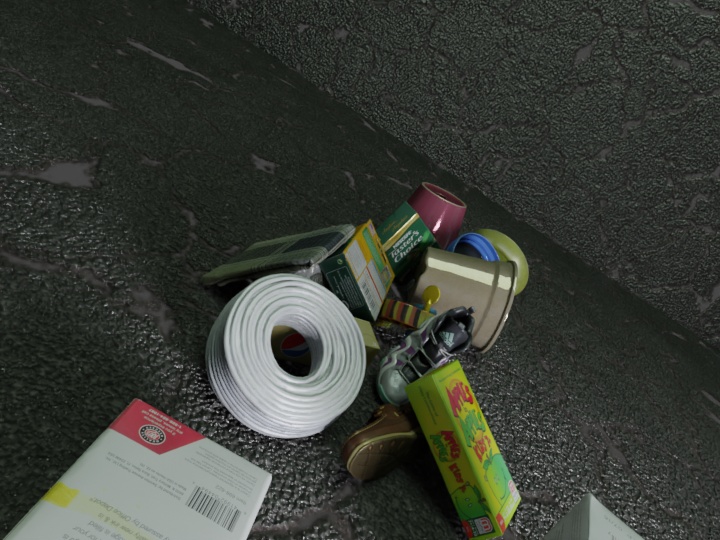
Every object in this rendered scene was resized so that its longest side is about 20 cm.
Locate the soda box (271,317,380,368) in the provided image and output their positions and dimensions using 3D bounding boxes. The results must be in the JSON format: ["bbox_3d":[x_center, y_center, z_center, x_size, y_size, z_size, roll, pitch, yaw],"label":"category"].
[{"bbox_3d":[-0.073,0.095,0.774,0.198,0.064,0.068,19,26,-27],"label":"soda box"}]

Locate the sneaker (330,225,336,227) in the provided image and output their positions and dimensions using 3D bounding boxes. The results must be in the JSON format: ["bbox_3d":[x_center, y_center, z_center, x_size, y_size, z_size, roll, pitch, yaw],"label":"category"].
[{"bbox_3d":[0.004,-0.015,1.086,0.095,0.079,0.200,19,26,-54],"label":"sneaker"}]

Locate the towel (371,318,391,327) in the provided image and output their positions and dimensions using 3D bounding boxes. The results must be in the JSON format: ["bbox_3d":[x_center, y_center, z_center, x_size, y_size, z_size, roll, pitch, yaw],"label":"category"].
[{"bbox_3d":[-0.033,0.073,0.930,0.198,0.018,0.086,4,31,-46],"label":"towel"}]

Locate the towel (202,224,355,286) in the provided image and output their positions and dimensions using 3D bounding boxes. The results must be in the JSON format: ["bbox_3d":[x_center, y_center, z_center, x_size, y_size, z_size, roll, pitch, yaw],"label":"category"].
[{"bbox_3d":[-0.124,-0.021,0.835,0.197,0.035,0.193,-9,17,21],"label":"towel"}]

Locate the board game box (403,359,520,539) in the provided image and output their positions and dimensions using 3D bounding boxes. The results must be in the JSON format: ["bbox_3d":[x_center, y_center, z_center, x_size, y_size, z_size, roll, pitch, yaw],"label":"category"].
[{"bbox_3d":[0.136,0.229,0.687,0.101,0.047,0.202,-5,69,-60],"label":"board game box"}]

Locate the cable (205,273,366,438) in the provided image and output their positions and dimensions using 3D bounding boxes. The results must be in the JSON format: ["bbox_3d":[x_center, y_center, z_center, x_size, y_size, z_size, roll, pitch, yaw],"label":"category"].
[{"bbox_3d":[-0.087,0.103,0.651,0.201,0.069,0.200,52,46,-1],"label":"cable"}]

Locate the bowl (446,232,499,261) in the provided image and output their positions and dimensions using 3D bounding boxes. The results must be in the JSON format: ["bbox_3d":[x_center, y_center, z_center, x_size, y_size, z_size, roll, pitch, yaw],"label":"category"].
[{"bbox_3d":[0.269,0.013,1.253,0.198,0.039,0.204,11,73,-38],"label":"bowl"}]

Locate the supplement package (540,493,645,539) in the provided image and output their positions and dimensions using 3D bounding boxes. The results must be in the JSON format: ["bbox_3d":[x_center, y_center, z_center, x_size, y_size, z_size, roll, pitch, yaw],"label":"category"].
[{"bbox_3d":[0.190,0.332,0.471,0.116,0.201,0.117,37,24,12],"label":"supplement package"}]

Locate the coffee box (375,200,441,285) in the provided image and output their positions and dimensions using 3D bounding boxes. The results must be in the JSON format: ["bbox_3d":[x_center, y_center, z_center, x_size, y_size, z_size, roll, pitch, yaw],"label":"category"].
[{"bbox_3d":[0.095,-0.051,1.111,0.044,0.123,0.200,50,3,32],"label":"coffee box"}]

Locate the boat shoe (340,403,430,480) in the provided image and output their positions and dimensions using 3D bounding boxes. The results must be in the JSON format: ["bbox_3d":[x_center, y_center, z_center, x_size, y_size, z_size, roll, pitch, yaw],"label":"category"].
[{"bbox_3d":[0.034,0.214,0.678,0.067,0.073,0.199,41,18,31],"label":"boat shoe"}]

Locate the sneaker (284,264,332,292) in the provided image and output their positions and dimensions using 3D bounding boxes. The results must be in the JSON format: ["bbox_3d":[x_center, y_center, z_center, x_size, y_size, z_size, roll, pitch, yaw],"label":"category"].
[{"bbox_3d":[-0.100,0.010,0.890,0.098,0.079,0.200,20,8,16],"label":"sneaker"}]

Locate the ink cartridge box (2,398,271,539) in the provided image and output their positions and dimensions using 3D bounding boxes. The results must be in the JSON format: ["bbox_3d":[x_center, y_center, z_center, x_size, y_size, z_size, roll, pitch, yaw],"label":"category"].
[{"bbox_3d":[-0.173,0.215,0.390,0.144,0.084,0.200,31,23,-2],"label":"ink cartridge box"}]

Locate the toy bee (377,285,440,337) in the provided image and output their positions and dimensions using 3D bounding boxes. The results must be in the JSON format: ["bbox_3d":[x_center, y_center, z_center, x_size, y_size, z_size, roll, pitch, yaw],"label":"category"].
[{"bbox_3d":[0.133,0.093,0.948,0.197,0.133,0.108,-1,0,-32],"label":"toy bee"}]

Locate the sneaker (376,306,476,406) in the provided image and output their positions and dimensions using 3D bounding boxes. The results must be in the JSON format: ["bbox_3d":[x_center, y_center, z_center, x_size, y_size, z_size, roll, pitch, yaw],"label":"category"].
[{"bbox_3d":[0.111,0.117,0.798,0.078,0.140,0.200,45,52,-2],"label":"sneaker"}]

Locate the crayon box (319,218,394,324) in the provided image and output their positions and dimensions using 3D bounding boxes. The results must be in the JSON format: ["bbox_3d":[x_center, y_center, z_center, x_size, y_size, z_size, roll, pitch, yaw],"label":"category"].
[{"bbox_3d":[0.000,0.000,0.918,0.127,0.051,0.200,65,21,-14],"label":"crayon box"}]

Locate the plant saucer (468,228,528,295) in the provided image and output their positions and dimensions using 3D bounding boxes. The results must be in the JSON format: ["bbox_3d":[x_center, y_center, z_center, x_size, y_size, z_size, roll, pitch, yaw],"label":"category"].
[{"bbox_3d":[0.336,-0.010,1.357,0.199,0.201,0.031,40,50,18],"label":"plant saucer"}]

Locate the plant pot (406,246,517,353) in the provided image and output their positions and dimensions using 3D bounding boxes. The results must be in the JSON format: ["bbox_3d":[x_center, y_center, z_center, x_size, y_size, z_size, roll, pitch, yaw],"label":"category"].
[{"bbox_3d":[0.200,0.043,1.089,0.181,0.203,0.201,21,24,1],"label":"plant pot"}]

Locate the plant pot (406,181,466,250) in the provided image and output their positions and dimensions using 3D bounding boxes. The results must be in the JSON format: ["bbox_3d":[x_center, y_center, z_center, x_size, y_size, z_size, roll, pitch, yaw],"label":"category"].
[{"bbox_3d":[0.168,-0.110,1.307,0.198,0.181,0.201,24,21,-10],"label":"plant pot"}]
